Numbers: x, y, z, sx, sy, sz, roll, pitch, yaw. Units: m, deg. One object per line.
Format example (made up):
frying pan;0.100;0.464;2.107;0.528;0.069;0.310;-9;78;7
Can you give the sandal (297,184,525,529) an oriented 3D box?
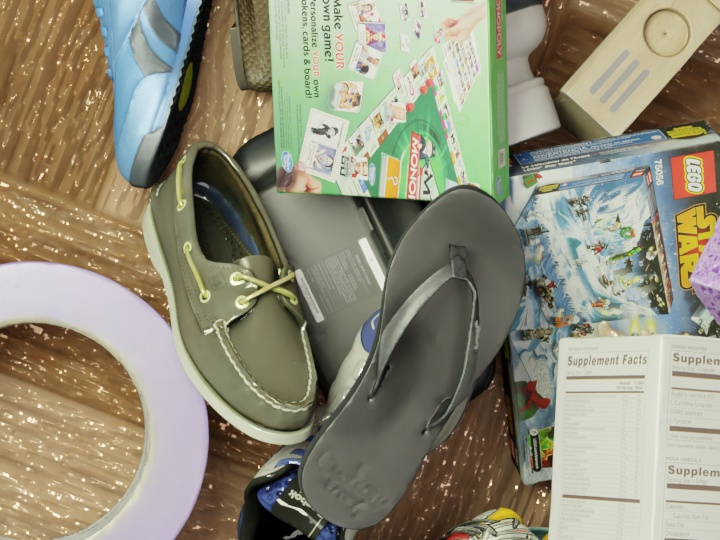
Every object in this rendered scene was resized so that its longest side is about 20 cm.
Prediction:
sandal;0.035;0.050;1.339;0.076;0.043;0.200;24;88;-9

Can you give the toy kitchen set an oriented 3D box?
toy kitchen set;0.136;-0.208;1.426;0.200;0.163;0.180;42;85;-3

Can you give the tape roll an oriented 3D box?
tape roll;-0.189;0.095;1.423;0.200;0.085;0.200;0;89;-7

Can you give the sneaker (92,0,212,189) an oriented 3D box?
sneaker;-0.129;-0.149;1.448;0.078;0.066;0.200;11;85;2

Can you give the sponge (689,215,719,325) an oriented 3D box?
sponge;0.265;-0.046;1.451;0.112;0.030;0.200;47;66;-45

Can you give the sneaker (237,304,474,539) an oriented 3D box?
sneaker;-0.005;0.109;1.406;0.081;0.115;0.199;36;99;1

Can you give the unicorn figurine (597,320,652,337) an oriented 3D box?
unicorn figurine;0.183;0.134;1.427;0.137;0.074;0.200;2;103;-21

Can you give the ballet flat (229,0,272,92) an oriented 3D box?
ballet flat;-0.057;-0.190;1.416;0.046;0.067;0.200;0;124;9

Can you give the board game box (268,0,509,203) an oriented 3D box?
board game box;0.014;-0.139;1.368;0.135;0.029;0.200;5;106;22

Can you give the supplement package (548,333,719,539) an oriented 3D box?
supplement package;0.175;0.137;1.331;0.110;0.114;0.200;6;85;-25

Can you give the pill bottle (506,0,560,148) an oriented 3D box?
pill bottle;0.041;-0.161;1.436;0.120;0.120;0.200;-21;90;-6

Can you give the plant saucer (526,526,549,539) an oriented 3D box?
plant saucer;0.101;0.254;1.479;0.200;0.027;0.200;0;88;-6

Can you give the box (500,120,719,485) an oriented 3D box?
box;0.149;0.020;1.446;0.137;0.040;0.200;-9;114;-6

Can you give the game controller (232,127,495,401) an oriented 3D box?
game controller;0.000;0.000;1.473;0.104;0.042;0.200;-25;91;9

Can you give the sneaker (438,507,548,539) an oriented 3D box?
sneaker;0.055;0.175;1.406;0.200;0.078;0.082;11;77;-40

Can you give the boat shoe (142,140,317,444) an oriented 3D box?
boat shoe;-0.070;0.011;1.393;0.072;0.060;0.202;2;43;-31
